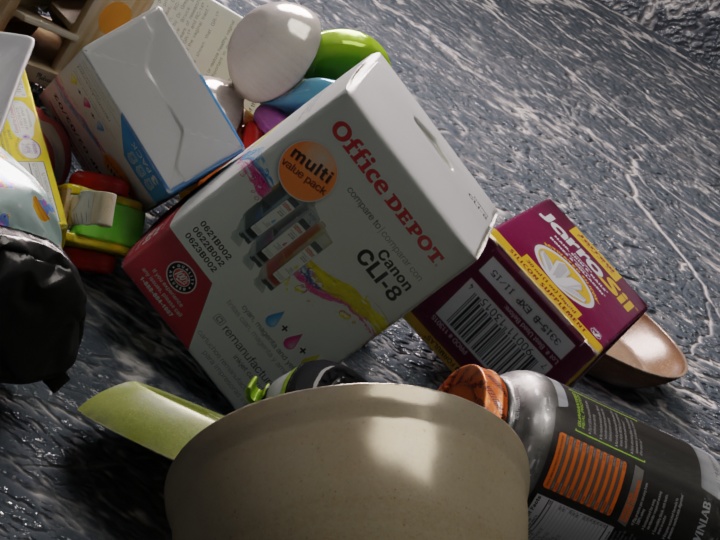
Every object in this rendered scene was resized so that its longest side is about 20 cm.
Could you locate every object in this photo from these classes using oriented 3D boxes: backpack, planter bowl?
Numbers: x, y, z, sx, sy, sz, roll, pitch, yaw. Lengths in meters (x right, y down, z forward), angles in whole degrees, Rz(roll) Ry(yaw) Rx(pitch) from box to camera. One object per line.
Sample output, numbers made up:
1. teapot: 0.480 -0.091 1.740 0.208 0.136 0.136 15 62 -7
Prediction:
1. backpack: -0.261 -0.022 1.444 0.166 0.127 0.200 9 25 -44
2. planter bowl: -0.003 0.170 1.300 0.199 0.200 0.136 21 47 -31

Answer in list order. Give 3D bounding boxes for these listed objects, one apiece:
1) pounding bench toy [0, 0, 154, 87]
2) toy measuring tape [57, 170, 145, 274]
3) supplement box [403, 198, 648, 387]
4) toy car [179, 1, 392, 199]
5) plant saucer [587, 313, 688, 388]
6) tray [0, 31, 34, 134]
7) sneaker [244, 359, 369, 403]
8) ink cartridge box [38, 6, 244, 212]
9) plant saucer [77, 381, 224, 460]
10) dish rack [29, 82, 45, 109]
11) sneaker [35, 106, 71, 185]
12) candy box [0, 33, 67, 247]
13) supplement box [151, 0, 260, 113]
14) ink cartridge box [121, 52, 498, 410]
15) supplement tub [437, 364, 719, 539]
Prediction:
1. pounding bench toy: -0.244 -0.239 1.822 0.199 0.157 0.124 18 21 -43
2. toy measuring tape: -0.169 -0.033 1.653 0.073 0.074 0.200 26 -10 -17
3. supplement box: 0.136 0.034 1.964 0.131 0.103 0.200 47 19 5
4. toy car: -0.049 -0.089 1.876 0.175 0.200 0.150 39 16 -36
5. plant saucer: 0.197 0.047 2.182 0.199 0.037 0.201 29 18 -10
6. tray: -0.325 -0.129 1.649 0.198 0.022 0.108 8 46 4
7. sneaker: 0.006 0.130 1.576 0.200 0.083 0.072 48 49 -19
8. ink cartridge box: -0.161 -0.101 1.738 0.116 0.068 0.200 59 -19 -3
9. plant saucer: -0.070 0.108 1.455 0.199 0.031 0.200 24 -3 1
10. dish rack: -0.296 -0.175 1.919 0.153 0.055 0.200 37 18 13
11. sneaker: -0.296 -0.119 1.735 0.199 0.074 0.087 34 19 5
12. candy box: -0.264 -0.089 1.657 0.101 0.027 0.201 -3 45 -18
13. supplement box: -0.148 -0.175 2.025 0.199 0.104 0.101 28 -2 -26
14. ink cartridge box: -0.029 -0.024 1.660 0.146 0.200 0.145 51 15 -6
15. supplement tub: 0.140 0.145 1.677 0.199 0.123 0.123 26 18 -20
